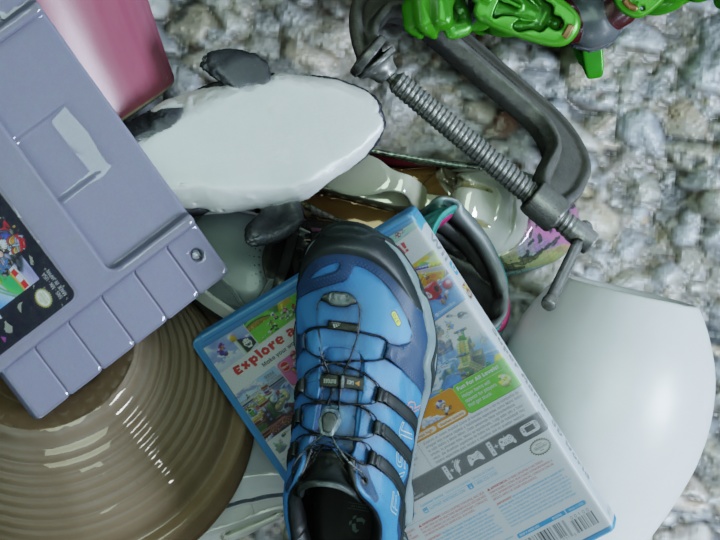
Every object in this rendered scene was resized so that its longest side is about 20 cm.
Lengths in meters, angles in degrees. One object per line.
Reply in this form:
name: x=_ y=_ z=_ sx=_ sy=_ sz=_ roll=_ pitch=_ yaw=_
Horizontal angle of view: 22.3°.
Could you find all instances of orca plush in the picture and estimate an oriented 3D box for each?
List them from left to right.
orca plush: x=-0.086 y=-0.049 z=0.987 sx=0.200 sy=0.071 sz=0.105 roll=-34 pitch=91 yaw=-14

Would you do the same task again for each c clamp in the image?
c clamp: x=0.065 y=-0.086 z=1.026 sx=0.200 sy=0.171 sz=0.027 roll=43 pitch=124 yaw=0

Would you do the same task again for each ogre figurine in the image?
ogre figurine: x=0.126 y=-0.159 z=1.041 sx=0.200 sy=0.120 sz=0.098 roll=-27 pitch=95 yaw=4

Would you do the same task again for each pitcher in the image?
pitcher: x=0.104 y=0.103 z=1.021 sx=0.171 sy=0.121 sz=0.200 roll=13 pitch=93 yaw=-11

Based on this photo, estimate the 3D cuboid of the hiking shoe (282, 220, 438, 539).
hiking shoe: x=-0.001 y=0.077 z=0.911 sx=0.074 sy=0.087 sz=0.200 roll=0 pitch=107 yaw=11

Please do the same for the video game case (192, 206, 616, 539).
video game case: x=0.023 y=0.084 z=0.965 sx=0.143 sy=0.018 sz=0.200 roll=-30 pitch=99 yaw=19

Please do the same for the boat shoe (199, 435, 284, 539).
boat shoe: x=-0.066 y=0.118 z=1.034 sx=0.200 sy=0.066 sz=0.072 roll=-23 pitch=55 yaw=-9

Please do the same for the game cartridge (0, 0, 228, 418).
game cartridge: x=-0.172 y=-0.040 z=0.900 sx=0.130 sy=0.038 sz=0.200 roll=-40 pitch=104 yaw=-18

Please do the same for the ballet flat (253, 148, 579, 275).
ballet flat: x=0.033 y=-0.040 z=1.054 sx=0.200 sy=0.071 sz=0.069 roll=10 pitch=78 yaw=-3

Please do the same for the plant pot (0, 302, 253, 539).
plant pot: x=-0.159 y=0.064 z=0.981 sx=0.200 sy=0.093 sz=0.201 roll=-2 pitch=58 yaw=3

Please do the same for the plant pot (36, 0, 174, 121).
plant pot: x=-0.201 y=-0.149 z=0.999 sx=0.200 sy=0.200 sz=0.179 roll=-31 pitch=103 yaw=-6

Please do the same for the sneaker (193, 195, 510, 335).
sneaker: x=0.000 y=0.000 z=0.997 sx=0.200 sy=0.121 sz=0.084 roll=20 pitch=58 yaw=-20
